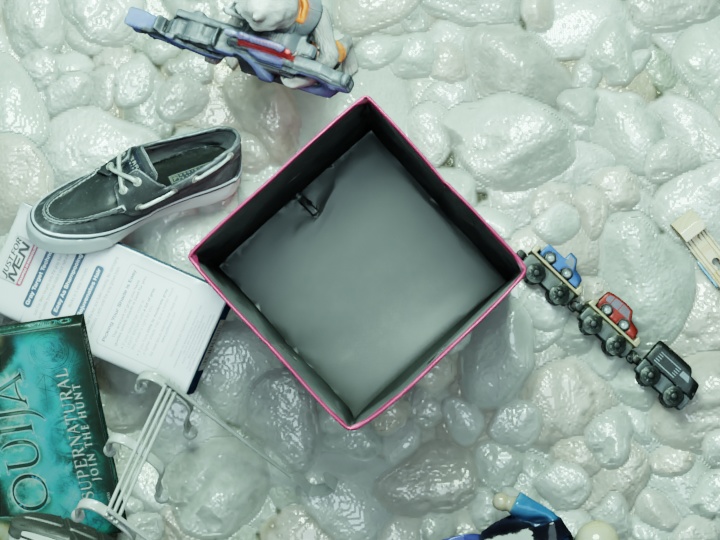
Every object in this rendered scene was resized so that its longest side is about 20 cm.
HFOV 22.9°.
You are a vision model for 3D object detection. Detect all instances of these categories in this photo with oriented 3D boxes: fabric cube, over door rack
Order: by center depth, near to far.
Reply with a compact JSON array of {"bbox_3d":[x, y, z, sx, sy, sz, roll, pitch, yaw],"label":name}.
[{"bbox_3d":[0.000,0.000,1.489,0.196,0.199,0.200,-42,87,-2],"label":"fabric cube"},{"bbox_3d":[-0.135,0.197,1.510,0.200,0.067,0.148,33,54,-16],"label":"over door rack"}]

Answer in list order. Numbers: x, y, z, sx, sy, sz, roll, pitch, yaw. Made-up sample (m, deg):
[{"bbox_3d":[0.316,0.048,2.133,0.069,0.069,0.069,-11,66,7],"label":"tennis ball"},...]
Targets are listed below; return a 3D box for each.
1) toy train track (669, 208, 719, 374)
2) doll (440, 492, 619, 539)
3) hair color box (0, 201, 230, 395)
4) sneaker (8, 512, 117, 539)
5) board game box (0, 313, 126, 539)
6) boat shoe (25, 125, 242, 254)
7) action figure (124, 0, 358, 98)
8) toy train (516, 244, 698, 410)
[{"bbox_3d":[0.344,0.031,1.562,0.115,0.033,0.200,-37,86,-1],"label":"toy train track"},{"bbox_3d":[0.129,0.262,1.547,0.200,0.048,0.137,-18,98,2],"label":"doll"},{"bbox_3d":[-0.221,0.025,1.561,0.200,0.061,0.100,24,88,2],"label":"hair color box"},{"bbox_3d":[-0.225,0.291,1.525,0.200,0.076,0.115,27,90,-16],"label":"sneaker"},{"bbox_3d":[-0.287,0.143,1.539,0.135,0.028,0.200,-9,109,1],"label":"board game box"},{"bbox_3d":[-0.192,-0.075,1.528,0.200,0.068,0.072,-18,59,-20],"label":"boat shoe"},{"bbox_3d":[-0.088,-0.213,1.504,0.200,0.193,0.105,19,87,2],"label":"action figure"},{"bbox_3d":[0.218,0.044,1.564,0.200,0.034,0.046,42,85,3],"label":"toy train"}]
